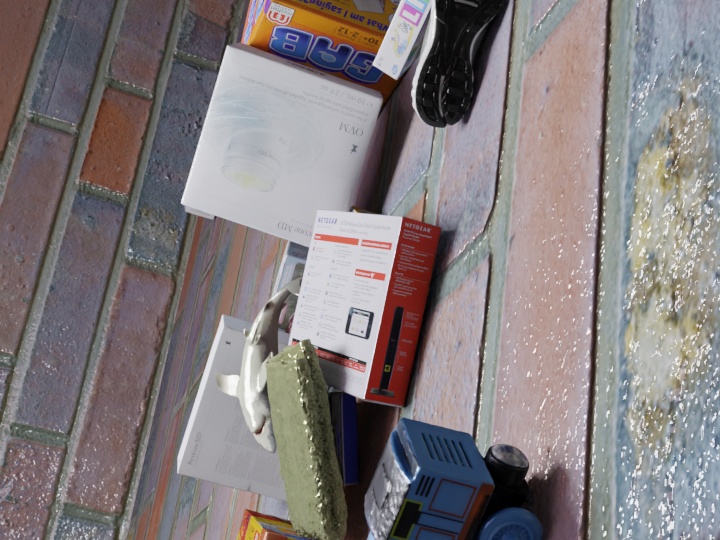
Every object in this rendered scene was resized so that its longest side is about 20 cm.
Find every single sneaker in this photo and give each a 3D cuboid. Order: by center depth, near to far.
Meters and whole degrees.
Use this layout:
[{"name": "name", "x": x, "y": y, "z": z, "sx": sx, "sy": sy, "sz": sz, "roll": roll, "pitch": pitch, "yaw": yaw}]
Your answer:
[{"name": "sneaker", "x": 0.097, "y": -0.250, "z": 1.189, "sx": 0.079, "sy": 0.073, "sz": 0.203, "roll": -106, "pitch": 34, "yaw": -75}]

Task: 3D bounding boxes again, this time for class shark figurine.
[{"name": "shark figurine", "x": -0.095, "y": 0.092, "z": 1.374, "sx": 0.127, "sy": 0.089, "sz": 0.218, "roll": 21, "pitch": 98, "yaw": 48}]

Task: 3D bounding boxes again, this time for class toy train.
[{"name": "toy train", "x": 0.047, "y": 0.204, "z": 0.808, "sx": 0.087, "sy": 0.113, "sz": 0.203, "roll": -108, "pitch": 37, "yaw": -66}]

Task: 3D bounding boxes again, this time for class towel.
[{"name": "towel", "x": -0.056, "y": 0.177, "z": 1.197, "sx": 0.148, "sy": 0.036, "sz": 0.204, "roll": 153, "pitch": 108, "yaw": -71}]

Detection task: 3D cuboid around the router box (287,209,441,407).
[{"name": "router box", "x": -0.003, "y": 0.033, "z": 1.207, "sx": 0.199, "sy": 0.048, "sz": 0.183, "roll": 11, "pitch": 89, "yaw": 63}]

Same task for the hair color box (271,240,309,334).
[{"name": "hair color box", "x": -0.083, "y": 0.017, "z": 1.548, "sx": 0.200, "sy": 0.060, "sz": 0.101, "roll": -95, "pitch": 22, "yaw": -80}]

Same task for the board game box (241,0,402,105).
[{"name": "board game box", "x": -0.040, "y": -0.342, "z": 1.544, "sx": 0.200, "sy": 0.197, "sz": 0.203, "roll": 129, "pitch": 153, "yaw": -57}]

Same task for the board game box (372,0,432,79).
[{"name": "board game box", "x": 0.087, "y": -0.321, "z": 1.264, "sx": 0.135, "sy": 0.034, "sz": 0.201, "roll": -53, "pitch": -8, "yaw": -51}]

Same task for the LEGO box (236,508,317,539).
[{"name": "LEGO box", "x": -0.108, "y": 0.383, "z": 1.287, "sx": 0.149, "sy": 0.076, "sz": 0.203, "roll": 173, "pitch": 112, "yaw": -75}]

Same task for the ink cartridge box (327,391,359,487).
[{"name": "ink cartridge box", "x": -0.033, "y": 0.181, "z": 1.257, "sx": 0.200, "sy": 0.036, "sz": 0.096, "roll": 155, "pitch": 114, "yaw": -74}]

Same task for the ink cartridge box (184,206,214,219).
[{"name": "ink cartridge box", "x": -0.399, "y": -0.251, "z": 3.055, "sx": 0.146, "sy": 0.085, "sz": 0.203, "roll": -131, "pitch": 56, "yaw": -73}]

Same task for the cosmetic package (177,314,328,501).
[{"name": "cosmetic package", "x": -0.130, "y": 0.173, "z": 1.448, "sx": 0.052, "sy": 0.149, "sz": 0.203, "roll": -122, "pitch": 50, "yaw": -71}]

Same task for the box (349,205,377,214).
[{"name": "box", "x": 0.000, "y": 0.000, "z": 1.360, "sx": 0.200, "sy": 0.041, "sz": 0.121, "roll": -119, "pitch": 46, "yaw": -73}]

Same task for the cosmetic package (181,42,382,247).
[{"name": "cosmetic package", "x": -0.095, "y": -0.152, "z": 1.435, "sx": 0.123, "sy": 0.196, "sz": 0.203, "roll": -87, "pitch": 15, "yaw": -77}]
